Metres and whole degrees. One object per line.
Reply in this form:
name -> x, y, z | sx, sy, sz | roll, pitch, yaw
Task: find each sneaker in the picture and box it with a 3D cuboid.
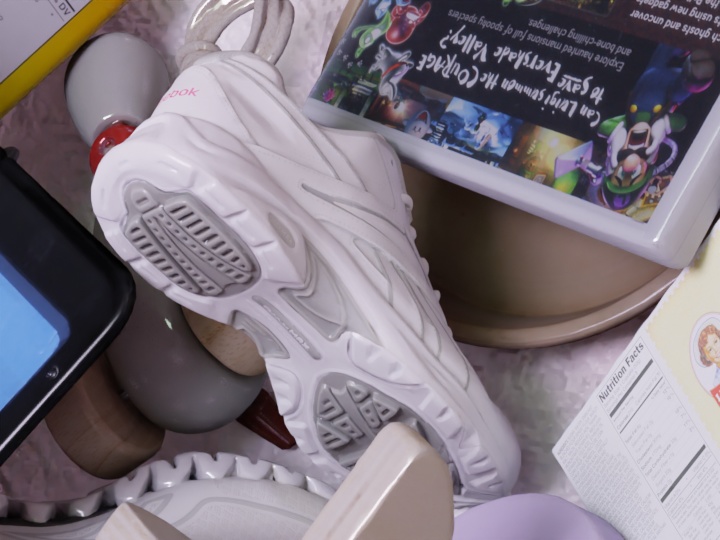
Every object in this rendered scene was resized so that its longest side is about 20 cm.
sneaker -> 0.000, 0.000, 0.878 | 0.078, 0.200, 0.100 | -14, 36, 41
sneaker -> -0.094, 0.115, 0.896 | 0.081, 0.199, 0.075 | -114, 25, -55

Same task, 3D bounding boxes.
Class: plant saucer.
plant saucer -> 0.073, -0.065, 0.934 | 0.199, 0.029, 0.201 | -11, 69, 29

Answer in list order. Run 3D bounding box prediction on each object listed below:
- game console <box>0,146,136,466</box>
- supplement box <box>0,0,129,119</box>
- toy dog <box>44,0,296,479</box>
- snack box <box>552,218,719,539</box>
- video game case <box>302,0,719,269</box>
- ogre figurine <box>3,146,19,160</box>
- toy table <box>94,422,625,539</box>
game console -> -0.207, 0.017, 0.864 | 0.200, 0.176, 0.116 | -48, 13, -3
supplement box -> -0.208, -0.090, 1.002 | 0.200, 0.109, 0.109 | -46, 23, -24
toy dog -> -0.064, -0.003, 0.977 | 0.132, 0.096, 0.201 | -16, 52, 33
snack box -> 0.144, 0.037, 0.796 | 0.116, 0.037, 0.200 | 60, 136, 31
video game case -> 0.085, -0.107, 0.881 | 0.200, 0.023, 0.182 | 24, 82, 49
ogre figurine -> -0.187, 0.025, 1.019 | 0.120, 0.098, 0.200 | -27, 23, 19
toy table -> -0.006, 0.149, 0.819 | 0.184, 0.117, 0.201 | 24, 85, 48
